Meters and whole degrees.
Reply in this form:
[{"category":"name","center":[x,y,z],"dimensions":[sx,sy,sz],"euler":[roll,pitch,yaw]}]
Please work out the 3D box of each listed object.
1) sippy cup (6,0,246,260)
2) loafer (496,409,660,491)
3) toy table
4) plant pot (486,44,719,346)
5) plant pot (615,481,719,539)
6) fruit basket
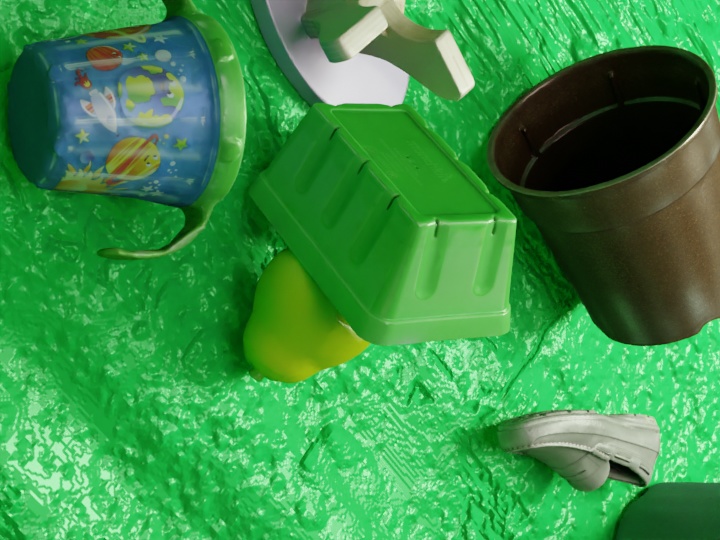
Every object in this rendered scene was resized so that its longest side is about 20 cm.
[{"category":"sippy cup","center":[-0.164,-0.106,1.174],"dimensions":[0.130,0.140,0.178],"euler":[-6,55,-31]},{"category":"loafer","center":[0.196,0.159,1.526],"dimensions":[0.200,0.070,0.070],"euler":[8,77,-42]},{"category":"toy table","center":[0.007,-0.207,1.327],"dimensions":[0.200,0.117,0.184],"euler":[51,59,-28]},{"category":"plant pot","center":[0.235,-0.054,1.491],"dimensions":[0.200,0.200,0.198],"euler":[-50,129,-30]},{"category":"plant pot","center":[0.348,0.275,1.575],"dimensions":[0.200,0.196,0.201],"euler":[1,89,-41]},{"category":"fruit basket","center":[0.000,0.000,1.292],"dimensions":[0.155,0.215,0.216],"euler":[-3,92,-34]}]
